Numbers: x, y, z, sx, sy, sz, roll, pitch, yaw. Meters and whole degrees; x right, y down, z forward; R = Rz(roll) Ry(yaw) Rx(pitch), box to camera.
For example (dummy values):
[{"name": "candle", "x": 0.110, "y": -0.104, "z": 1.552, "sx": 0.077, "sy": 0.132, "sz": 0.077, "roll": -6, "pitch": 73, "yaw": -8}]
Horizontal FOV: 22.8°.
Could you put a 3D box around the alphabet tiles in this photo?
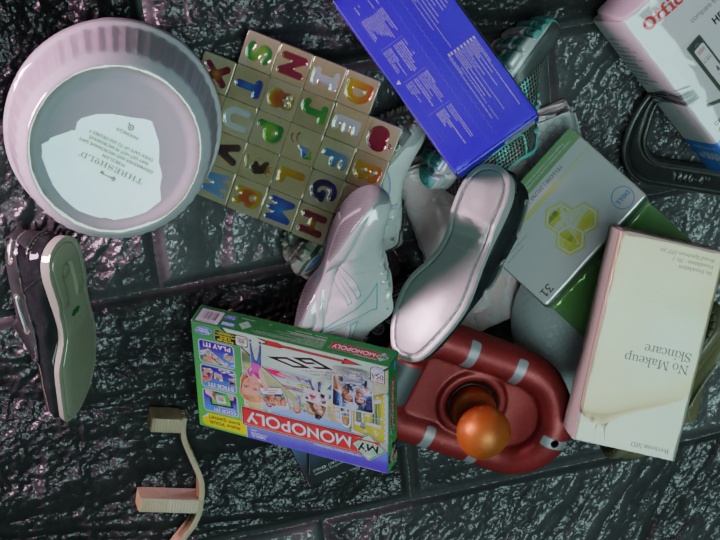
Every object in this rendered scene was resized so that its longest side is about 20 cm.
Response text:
[{"name": "alphabet tiles", "x": -0.069, "y": -0.123, "z": 1.661, "sx": 0.199, "sy": 0.006, "sz": 0.167, "roll": 22, "pitch": 106, "yaw": 4}]

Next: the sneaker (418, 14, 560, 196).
[{"name": "sneaker", "x": 0.140, "y": -0.149, "z": 1.705, "sx": 0.091, "sy": 0.078, "sz": 0.200, "roll": 32, "pitch": 93, "yaw": -22}]

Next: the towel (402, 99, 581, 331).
[{"name": "towel", "x": 0.149, "y": -0.048, "z": 1.782, "sx": 0.190, "sy": 0.032, "sz": 0.201, "roll": -22, "pitch": 115, "yaw": -5}]

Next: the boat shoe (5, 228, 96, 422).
[{"name": "boat shoe", "x": -0.296, "y": 0.051, "z": 1.697, "sx": 0.067, "sy": 0.072, "sz": 0.201, "roll": 9, "pitch": 122, "yaw": 21}]

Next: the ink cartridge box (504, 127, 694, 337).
[{"name": "ink cartridge box", "x": 0.228, "y": -0.017, "z": 1.712, "sx": 0.200, "sy": 0.048, "sz": 0.146, "roll": 44, "pitch": 95, "yaw": 16}]

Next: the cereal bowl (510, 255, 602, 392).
[{"name": "cereal bowl", "x": 0.258, "y": 0.053, "z": 1.800, "sx": 0.199, "sy": 0.083, "sz": 0.201, "roll": -10, "pitch": 128, "yaw": -13}]

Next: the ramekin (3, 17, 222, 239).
[{"name": "ramekin", "x": -0.222, "y": -0.121, "z": 1.608, "sx": 0.202, "sy": 0.094, "sz": 0.203, "roll": -3, "pitch": 110, "yaw": -8}]

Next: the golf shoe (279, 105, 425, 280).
[{"name": "golf shoe", "x": 0.013, "y": -0.067, "z": 1.721, "sx": 0.097, "sy": 0.078, "sz": 0.200, "roll": 28, "pitch": 112, "yaw": -29}]

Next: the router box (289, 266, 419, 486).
[{"name": "router box", "x": 0.003, "y": 0.107, "z": 1.779, "sx": 0.199, "sy": 0.062, "sz": 0.150, "roll": -25, "pitch": 117, "yaw": 2}]

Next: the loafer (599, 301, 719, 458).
[{"name": "loafer", "x": 0.308, "y": 0.109, "z": 1.763, "sx": 0.067, "sy": 0.076, "sz": 0.200, "roll": 13, "pitch": 128, "yaw": -31}]

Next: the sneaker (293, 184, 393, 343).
[{"name": "sneaker", "x": 0.000, "y": 0.000, "z": 1.654, "sx": 0.080, "sy": 0.071, "sz": 0.201, "roll": 17, "pitch": 133, "yaw": -8}]

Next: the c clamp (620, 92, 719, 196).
[{"name": "c clamp", "x": 0.361, "y": -0.155, "z": 1.800, "sx": 0.199, "sy": 0.027, "sz": 0.171, "roll": 1, "pitch": 116, "yaw": -17}]

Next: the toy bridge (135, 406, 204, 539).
[{"name": "toy bridge", "x": -0.194, "y": 0.234, "z": 1.808, "sx": 0.067, "sy": 0.027, "sz": 0.201, "roll": 3, "pitch": 111, "yaw": -17}]

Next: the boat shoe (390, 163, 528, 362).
[{"name": "boat shoe", "x": 0.098, "y": 0.000, "z": 1.659, "sx": 0.200, "sy": 0.076, "sz": 0.060, "roll": -59, "pitch": 146, "yaw": 4}]

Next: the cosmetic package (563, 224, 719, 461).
[{"name": "cosmetic package", "x": 0.263, "y": 0.066, "z": 1.666, "sx": 0.103, "sy": 0.073, "sz": 0.201, "roll": 11, "pitch": 95, "yaw": -2}]

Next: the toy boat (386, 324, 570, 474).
[{"name": "toy boat", "x": 0.111, "y": 0.136, "z": 1.703, "sx": 0.199, "sy": 0.131, "sz": 0.131, "roll": 19, "pitch": 111, "yaw": -18}]

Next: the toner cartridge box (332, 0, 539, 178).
[{"name": "toner cartridge box", "x": 0.069, "y": -0.193, "z": 1.640, "sx": 0.095, "sy": 0.043, "sz": 0.200, "roll": -35, "pitch": 85, "yaw": 2}]

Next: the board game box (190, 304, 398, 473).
[{"name": "board game box", "x": -0.062, "y": 0.113, "z": 1.694, "sx": 0.199, "sy": 0.029, "sz": 0.135, "roll": 12, "pitch": 128, "yaw": 17}]

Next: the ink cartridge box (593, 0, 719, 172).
[{"name": "ink cartridge box", "x": 0.345, "y": -0.213, "z": 1.713, "sx": 0.146, "sy": 0.084, "sz": 0.200, "roll": -42, "pitch": 106, "yaw": -2}]
